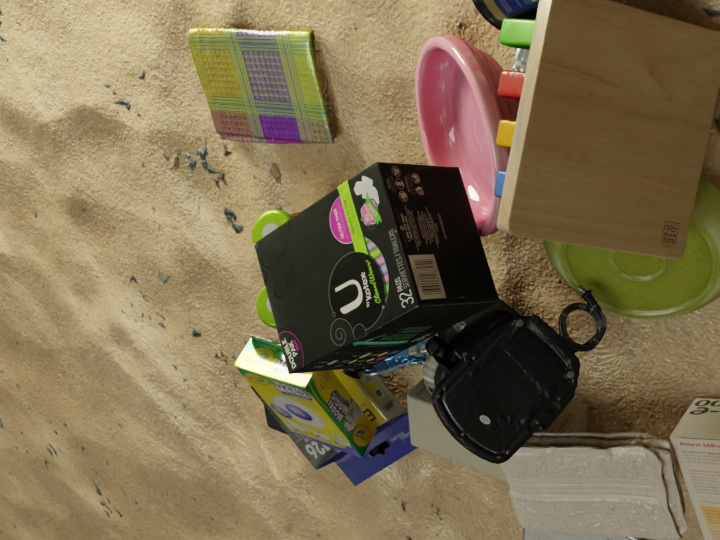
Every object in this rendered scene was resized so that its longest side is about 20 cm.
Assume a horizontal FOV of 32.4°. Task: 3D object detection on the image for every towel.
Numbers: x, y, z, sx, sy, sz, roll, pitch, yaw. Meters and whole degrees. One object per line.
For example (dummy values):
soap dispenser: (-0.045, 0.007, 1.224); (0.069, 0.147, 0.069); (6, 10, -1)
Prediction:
towel: (-0.118, -0.218, 1.457); (0.198, 0.023, 0.145); (8, 124, 37)
towel: (0.248, 0.233, 1.334); (0.197, 0.035, 0.134); (-4, 121, 29)

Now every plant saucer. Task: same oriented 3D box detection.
plant saucer: (0.271, -0.019, 1.201); (0.197, 0.031, 0.202); (13, 136, 13)
plant saucer: (0.113, -0.137, 1.231); (0.200, 0.050, 0.203); (163, 90, -76)

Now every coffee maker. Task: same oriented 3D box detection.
coffee maker: (0.160, 0.097, 1.314); (0.200, 0.190, 0.136); (-105, -7, -83)

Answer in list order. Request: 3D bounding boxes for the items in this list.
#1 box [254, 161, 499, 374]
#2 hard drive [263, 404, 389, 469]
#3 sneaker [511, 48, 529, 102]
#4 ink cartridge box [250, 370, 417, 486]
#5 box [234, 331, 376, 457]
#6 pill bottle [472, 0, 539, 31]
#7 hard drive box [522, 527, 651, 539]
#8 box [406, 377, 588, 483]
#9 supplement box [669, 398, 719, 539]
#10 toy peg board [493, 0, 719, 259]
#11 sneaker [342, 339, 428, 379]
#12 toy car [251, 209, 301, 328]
box: (0.012, 0.001, 1.234); (0.199, 0.123, 0.151); (-29, 70, 43)
hard drive: (-0.052, 0.185, 1.691); (0.198, 0.033, 0.141); (16, 129, 33)
sneaker: (0.205, -0.132, 1.195); (0.090, 0.078, 0.202); (7, 126, 32)
ink cartridge box: (-0.032, 0.186, 1.616); (0.201, 0.047, 0.197); (52, 139, 2)
box: (-0.069, 0.148, 1.498); (0.116, 0.049, 0.201); (13, 150, 35)
pill bottle: (0.192, -0.283, 1.061); (0.198, 0.112, 0.113); (-14, 110, 46)
hard drive box: (0.276, 0.341, 1.480); (0.154, 0.077, 0.202); (21, 132, 29)
box: (0.160, 0.182, 1.454); (0.198, 0.095, 0.079); (16, 130, 31)
supplement box: (0.415, 0.235, 1.279); (0.125, 0.073, 0.202); (-3, 118, 43)
toy peg board: (0.199, -0.127, 1.084); (0.098, 0.197, 0.202); (22, 103, 60)
sneaker: (0.062, 0.071, 1.480); (0.198, 0.075, 0.088); (-12, 69, 29)
toy car: (0.000, 0.000, 1.419); (0.197, 0.164, 0.160); (-9, 77, 21)
